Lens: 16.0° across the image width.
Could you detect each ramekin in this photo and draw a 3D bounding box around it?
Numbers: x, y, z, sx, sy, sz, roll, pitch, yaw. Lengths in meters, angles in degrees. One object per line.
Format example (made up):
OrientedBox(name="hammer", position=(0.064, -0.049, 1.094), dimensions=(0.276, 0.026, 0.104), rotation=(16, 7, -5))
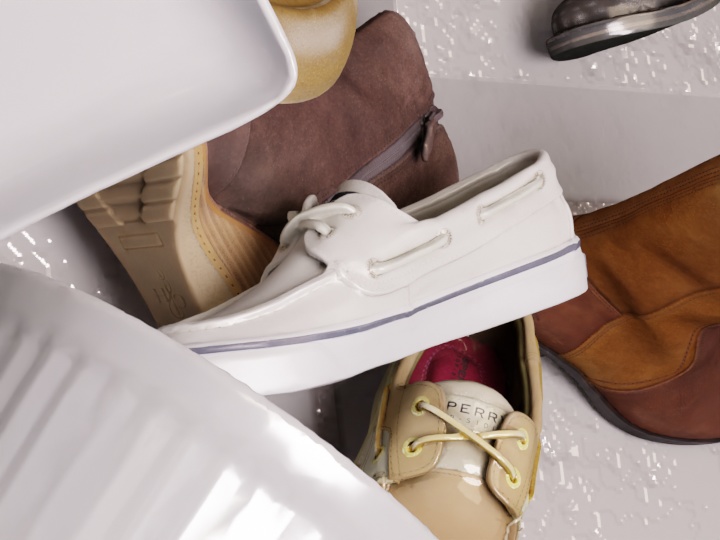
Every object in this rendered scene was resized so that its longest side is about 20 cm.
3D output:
OrientedBox(name="ramekin", position=(-0.071, 0.093, 0.836), dimensions=(0.200, 0.200, 0.098), rotation=(40, 74, -21))

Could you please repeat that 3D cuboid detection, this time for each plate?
OrientedBox(name="plate", position=(-0.145, -0.108, 0.846), dimensions=(0.201, 0.199, 0.032), rotation=(63, 13, -6))

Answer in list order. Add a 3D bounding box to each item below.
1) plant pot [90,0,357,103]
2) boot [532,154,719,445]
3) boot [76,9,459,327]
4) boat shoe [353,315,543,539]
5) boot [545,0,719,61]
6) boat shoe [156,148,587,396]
OrientedBox(name="plant pot", position=(-0.069, -0.150, 0.940), dimensions=(0.200, 0.027, 0.201), rotation=(37, 30, -26))
OrientedBox(name="boot", position=(0.160, 0.009, 1.054), dimensions=(0.188, 0.200, 0.069), rotation=(31, 62, -26))
OrientedBox(name="boot", position=(-0.038, -0.062, 0.995), dimensions=(0.166, 0.072, 0.201), rotation=(-46, 128, -41))
OrientedBox(name="boat shoe", position=(0.033, 0.069, 0.979), dimensions=(0.074, 0.067, 0.200), rotation=(16, 33, -8))
OrientedBox(name="boot", position=(0.119, -0.202, 1.154), dimensions=(0.200, 0.069, 0.175), rotation=(-36, 103, -35))
OrientedBox(name="boat shoe", position=(0.000, 0.000, 0.942), dimensions=(0.199, 0.072, 0.066), rotation=(-16, 97, -30))
